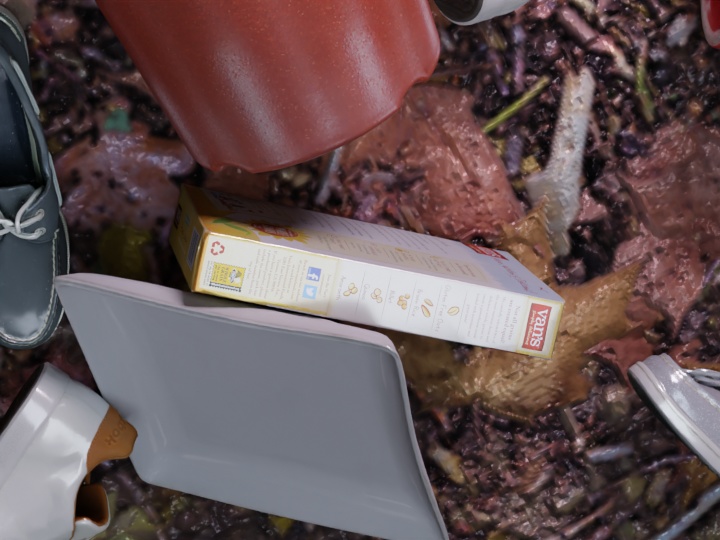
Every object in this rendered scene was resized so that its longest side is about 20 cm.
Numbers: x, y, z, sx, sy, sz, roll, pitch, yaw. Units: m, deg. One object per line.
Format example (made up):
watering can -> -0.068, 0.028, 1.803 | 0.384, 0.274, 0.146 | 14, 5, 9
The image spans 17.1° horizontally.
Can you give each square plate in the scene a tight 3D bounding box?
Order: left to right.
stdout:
square plate -> -0.053, 0.074, 1.309 | 0.197, 0.029, 0.200 | 10, 146, 20

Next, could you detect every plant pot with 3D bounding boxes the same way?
plant pot -> -0.060, -0.170, 1.229 | 0.200, 0.201, 0.196 | -25, 119, 1

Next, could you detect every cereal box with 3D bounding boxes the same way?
cereal box -> 0.000, 0.000, 1.310 | 0.199, 0.144, 0.040 | 12, 99, -11

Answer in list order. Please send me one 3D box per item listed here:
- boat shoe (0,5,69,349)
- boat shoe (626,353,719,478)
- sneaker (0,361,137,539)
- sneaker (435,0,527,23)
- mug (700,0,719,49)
boat shoe -> -0.200, -0.044, 1.311 | 0.072, 0.062, 0.201 | -7, 110, -6
boat shoe -> 0.241, 0.101, 1.420 | 0.202, 0.074, 0.065 | 35, 95, -21
sneaker -> -0.196, 0.150, 1.360 | 0.084, 0.073, 0.200 | 32, 116, -12
sneaker -> 0.060, -0.239, 1.280 | 0.084, 0.073, 0.201 | -22, 107, -34
mug -> 0.292, -0.143, 1.311 | 0.199, 0.133, 0.178 | 6, 106, -6
